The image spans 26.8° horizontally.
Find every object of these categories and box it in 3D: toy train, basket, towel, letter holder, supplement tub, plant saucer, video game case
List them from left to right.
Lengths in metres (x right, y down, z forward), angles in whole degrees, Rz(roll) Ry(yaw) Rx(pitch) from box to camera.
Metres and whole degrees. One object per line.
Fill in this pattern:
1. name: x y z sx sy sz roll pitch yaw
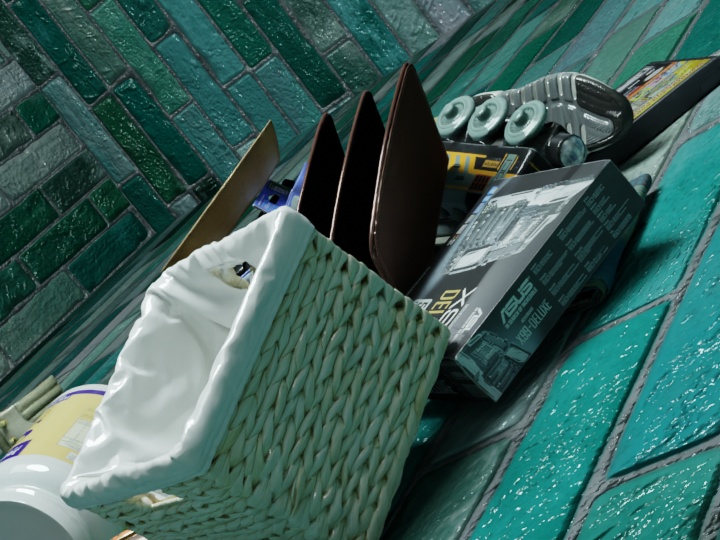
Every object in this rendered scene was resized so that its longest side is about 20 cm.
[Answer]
1. supplement tub: -0.268 0.211 1.402 0.145 0.146 0.200 -33 11 27
2. plant saucer: -0.140 -0.069 1.605 0.200 0.035 0.200 -53 6 8
3. basket: -0.071 0.094 1.042 0.198 0.161 0.201 -24 39 53
4. letter holder: -0.001 -0.058 1.254 0.100 0.142 0.201 -2 53 18
5. toy train: 0.117 -0.092 1.357 0.200 0.085 0.114 14 68 57
6. towel: 0.158 0.000 1.206 0.146 0.022 0.200 -32 11 33
7. video game case: 0.247 -0.139 1.484 0.200 0.026 0.181 -38 10 -4

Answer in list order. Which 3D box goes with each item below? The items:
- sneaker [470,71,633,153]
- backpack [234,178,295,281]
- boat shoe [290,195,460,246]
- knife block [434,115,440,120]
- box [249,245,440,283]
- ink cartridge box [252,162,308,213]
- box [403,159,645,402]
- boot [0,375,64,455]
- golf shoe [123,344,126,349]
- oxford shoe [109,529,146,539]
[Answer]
1. sneaker: 0.201 -0.153 1.441 0.115 0.075 0.200 -11 11 -41
2. backpack: -0.093 0.018 1.620 0.200 0.154 0.191 -44 2 2
3. boat shoe: 0.026 -0.048 1.444 0.199 0.062 0.073 -3 -5 9
4. knife block: 0.078 -0.097 1.577 0.199 0.064 0.176 -24 -15 -5
5. box: 0.000 0.000 1.386 0.199 0.033 0.121 -4 -2 -7
6. ink cartridge box: -0.007 -0.061 1.570 0.119 0.199 0.042 -73 1 -71
7. box: 0.101 0.010 1.135 0.200 0.050 0.158 -50 18 -20
8. boot: -0.356 0.225 1.612 0.200 0.155 0.072 -44 12 -30
9. golf shoe: -0.192 0.111 1.503 0.097 0.078 0.201 -63 -12 -56
10. oxford shoe: -0.195 0.272 1.158 0.200 0.071 0.073 -45 31 -10
